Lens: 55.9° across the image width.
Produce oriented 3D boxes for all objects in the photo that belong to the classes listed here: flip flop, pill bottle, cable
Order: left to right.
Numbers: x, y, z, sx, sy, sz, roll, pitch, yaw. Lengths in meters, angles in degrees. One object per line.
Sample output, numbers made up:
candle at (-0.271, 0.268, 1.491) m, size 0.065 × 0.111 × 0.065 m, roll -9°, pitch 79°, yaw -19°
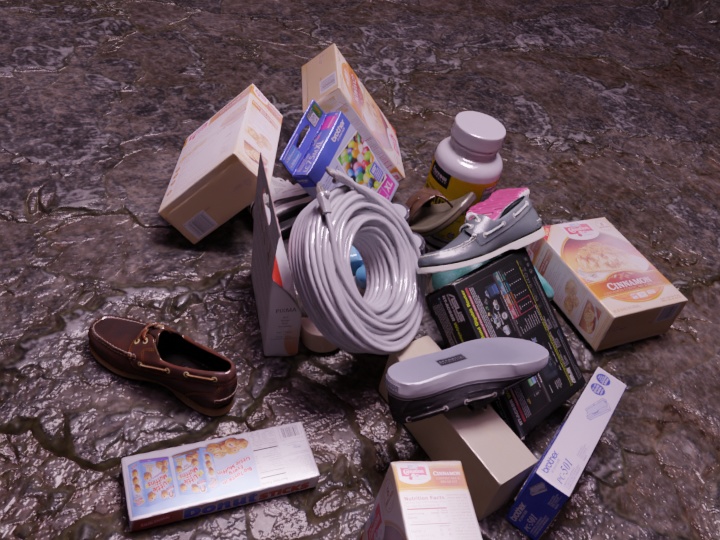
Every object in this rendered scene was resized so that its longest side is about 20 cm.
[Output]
cable at (0.000, 0.000, 0.808) m, size 0.198 × 0.068 × 0.204 m, roll 18°, pitch 64°, yaw -47°
flip flop at (0.088, -0.096, 1.037) m, size 0.081 × 0.058 × 0.198 m, roll -42°, pitch 26°, yaw -31°
pill bottle at (0.161, -0.143, 1.080) m, size 0.109 × 0.203 × 0.112 m, roll 9°, pitch 39°, yaw -7°

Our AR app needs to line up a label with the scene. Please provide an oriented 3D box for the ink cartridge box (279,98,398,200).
ink cartridge box at (-0.027, -0.145, 1.017) m, size 0.041 × 0.200 × 0.121 m, roll 3°, pitch 58°, yaw 46°

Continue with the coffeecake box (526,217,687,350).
coffeecake box at (0.373, 0.014, 1.058) m, size 0.151 × 0.074 × 0.201 m, roll -9°, pitch 45°, yaw -25°

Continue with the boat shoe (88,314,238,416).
boat shoe at (-0.229, 0.094, 0.789) m, size 0.197 × 0.071 × 0.071 m, roll 21°, pitch 41°, yaw 9°

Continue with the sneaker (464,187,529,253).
sneaker at (0.211, -0.063, 0.999) m, size 0.072 × 0.089 × 0.199 m, roll -5°, pitch 15°, yaw 28°

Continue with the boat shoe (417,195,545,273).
boat shoe at (0.149, -0.045, 0.864) m, size 0.197 × 0.063 × 0.073 m, roll -19°, pitch 6°, yaw -25°

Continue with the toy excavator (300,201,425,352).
toy excavator at (-0.003, 0.015, 0.950) m, size 0.196 × 0.101 × 0.196 m, roll -13°, pitch 47°, yaw -10°

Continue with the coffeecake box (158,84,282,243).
coffeecake box at (-0.200, -0.160, 0.999) m, size 0.073 × 0.152 × 0.202 m, roll 43°, pitch 28°, yaw -31°

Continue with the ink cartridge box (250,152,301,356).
ink cartridge box at (-0.104, -0.020, 0.855) m, size 0.049 × 0.203 × 0.164 m, roll -1°, pitch 42°, yaw -18°

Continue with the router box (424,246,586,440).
router box at (0.185, 0.091, 0.857) m, size 0.148 × 0.062 × 0.203 m, roll -22°, pitch 87°, yaw -38°

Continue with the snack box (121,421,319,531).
snack box at (-0.146, 0.213, 0.715) m, size 0.196 × 0.025 × 0.072 m, roll -6°, pitch 46°, yaw -24°

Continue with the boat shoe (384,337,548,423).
boat shoe at (0.119, 0.126, 0.751) m, size 0.196 × 0.068 × 0.070 m, roll -11°, pitch 24°, yaw -24°

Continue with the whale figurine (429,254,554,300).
whale figurine at (0.198, 0.014, 0.989) m, size 0.196 × 0.105 × 0.160 m, roll -7°, pitch 44°, yaw -25°

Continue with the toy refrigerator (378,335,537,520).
toy refrigerator at (0.110, 0.178, 0.798) m, size 0.069 × 0.077 × 0.200 m, roll -17°, pitch 49°, yaw -33°

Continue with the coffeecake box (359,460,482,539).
coffeecake box at (0.058, 0.295, 0.585) m, size 0.071 × 0.155 × 0.202 m, roll 3°, pitch 41°, yaw -14°

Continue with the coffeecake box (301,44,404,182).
coffeecake box at (-0.012, -0.248, 1.137) m, size 0.072 × 0.200 × 0.155 m, roll -28°, pitch 38°, yaw 18°

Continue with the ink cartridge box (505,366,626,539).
ink cartridge box at (0.242, 0.208, 0.790) m, size 0.044 × 0.095 × 0.199 m, roll 32°, pitch 42°, yaw 19°

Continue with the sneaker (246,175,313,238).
sneaker at (-0.093, -0.128, 1.079) m, size 0.198 × 0.077 × 0.116 m, roll -21°, pitch 54°, yaw -32°
